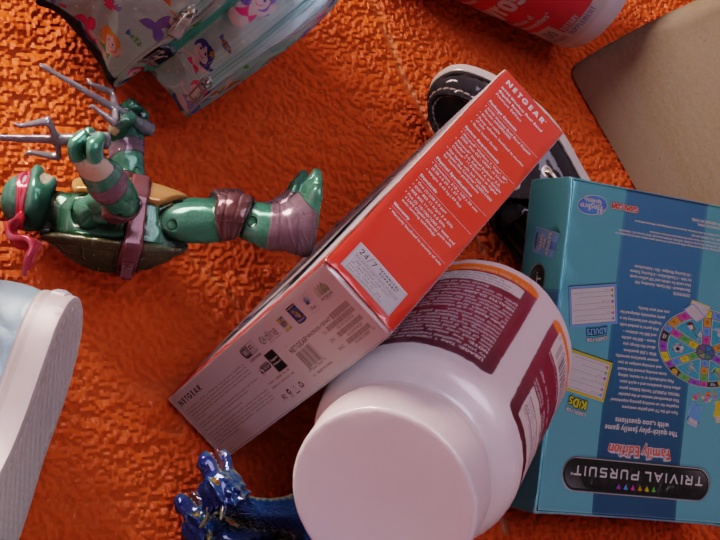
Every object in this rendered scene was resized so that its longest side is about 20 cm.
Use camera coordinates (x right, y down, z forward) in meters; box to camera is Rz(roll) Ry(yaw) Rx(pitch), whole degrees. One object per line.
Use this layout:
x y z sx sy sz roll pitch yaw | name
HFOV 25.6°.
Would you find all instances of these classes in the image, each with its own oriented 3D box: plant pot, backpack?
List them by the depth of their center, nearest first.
-0.074 -0.199 0.911 0.150 0.200 0.178 43 48 -6 | backpack
0.309 -0.126 1.126 0.198 0.177 0.202 -23 80 -36 | plant pot

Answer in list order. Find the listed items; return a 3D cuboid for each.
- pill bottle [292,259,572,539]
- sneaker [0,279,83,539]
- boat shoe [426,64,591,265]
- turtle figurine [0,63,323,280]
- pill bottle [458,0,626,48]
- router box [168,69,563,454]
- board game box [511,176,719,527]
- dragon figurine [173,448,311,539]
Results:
0.041 0.078 0.851 0.114 0.114 0.200 48 27 -2 | pill bottle
-0.208 0.096 0.795 0.081 0.074 0.202 13 62 10 | sneaker
0.110 -0.045 1.038 0.201 0.074 0.060 50 48 -11 | boat shoe
-0.124 -0.046 0.883 0.197 0.102 0.150 9 19 -12 | turtle figurine
0.086 -0.238 1.086 0.198 0.112 0.114 20 59 -21 | pill bottle
0.000 0.000 0.870 0.049 0.200 0.180 45 52 -3 | router box
0.169 0.053 0.995 0.149 0.047 0.203 9 87 -27 | board game box
-0.018 0.173 0.864 0.099 0.059 0.201 -35 88 -37 | dragon figurine
